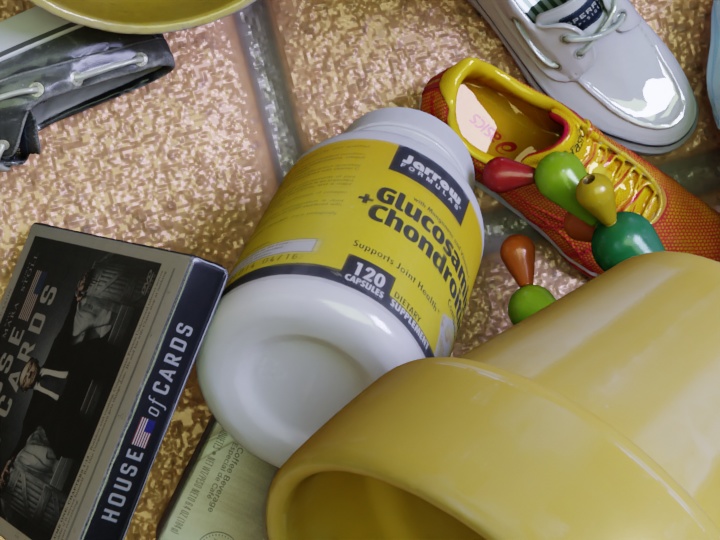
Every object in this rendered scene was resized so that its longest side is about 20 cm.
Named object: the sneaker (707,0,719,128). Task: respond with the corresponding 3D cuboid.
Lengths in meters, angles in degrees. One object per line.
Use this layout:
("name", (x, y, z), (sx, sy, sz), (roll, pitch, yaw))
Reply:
("sneaker", (0.231, -0.086, 0.785), (0.074, 0.082, 0.201), (10, 69, -11))

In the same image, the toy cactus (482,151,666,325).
("toy cactus", (0.139, 0.029, 0.715), (0.164, 0.102, 0.201), (-10, 74, 14))

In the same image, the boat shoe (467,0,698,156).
("boat shoe", (0.114, -0.140, 0.797), (0.200, 0.067, 0.074), (39, 82, -3))

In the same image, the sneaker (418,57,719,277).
("sneaker", (0.121, -0.047, 0.787), (0.199, 0.077, 0.073), (27, 81, -7))

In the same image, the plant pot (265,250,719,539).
("plant pot", (0.095, 0.097, 0.573), (0.189, 0.201, 0.201), (-41, 92, -33))

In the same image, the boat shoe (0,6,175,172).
("boat shoe", (-0.194, -0.087, 0.750), (0.200, 0.071, 0.064), (-29, 89, -10))

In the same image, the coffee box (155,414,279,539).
("coffee box", (0.005, 0.134, 0.755), (0.199, 0.080, 0.115), (26, 83, -5))

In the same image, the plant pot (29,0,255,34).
("plant pot", (-0.116, -0.240, 0.721), (0.199, 0.142, 0.201), (-8, 122, -12))

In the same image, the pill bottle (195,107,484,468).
("pill bottle", (0.000, 0.000, 0.705), (0.112, 0.200, 0.112), (8, 126, 11))

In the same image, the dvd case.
("dvd case", (-0.144, 0.056, 0.688), (0.025, 0.200, 0.151), (25, 82, -33))
